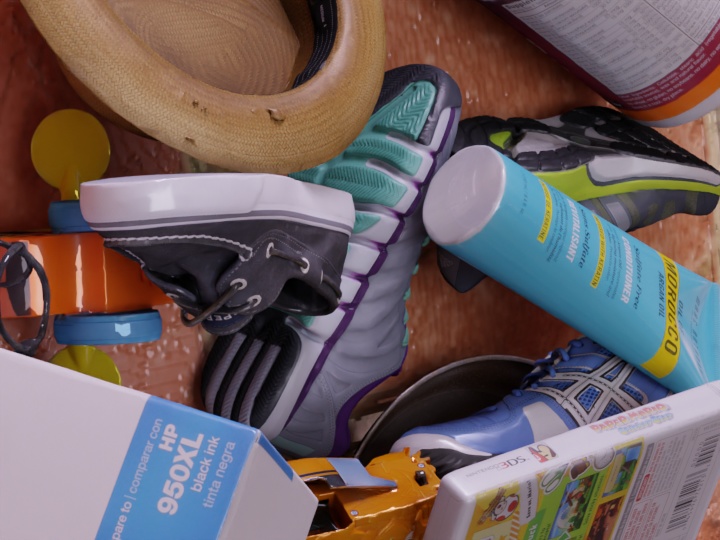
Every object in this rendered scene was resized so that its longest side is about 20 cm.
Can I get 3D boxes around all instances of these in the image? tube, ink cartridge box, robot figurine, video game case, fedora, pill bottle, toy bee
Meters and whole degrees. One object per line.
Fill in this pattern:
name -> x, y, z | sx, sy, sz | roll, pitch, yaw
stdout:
tube -> 0.113, 0.004, 1.291 | 0.200, 0.050, 0.078 | 30, 57, -39
ink cartridge box -> -0.132, 0.087, 1.080 | 0.145, 0.200, 0.084 | 62, 46, -73
robot figurine -> -0.059, 0.148, 1.217 | 0.200, 0.058, 0.145 | -11, 127, -21
video game case -> 0.088, 0.154, 1.279 | 0.182, 0.023, 0.200 | -15, 135, -37
fedora -> -0.085, -0.119, 1.183 | 0.200, 0.082, 0.201 | 17, 57, -29
pill bottle -> 0.108, -0.163, 1.323 | 0.200, 0.109, 0.110 | 34, 73, -32
toy bee -> -0.138, -0.008, 1.169 | 0.200, 0.108, 0.131 | 33, 62, -58

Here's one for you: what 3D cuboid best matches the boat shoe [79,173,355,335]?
boat shoe -> -0.057, -0.005, 1.147 | 0.200, 0.070, 0.066 | 6, 82, -70

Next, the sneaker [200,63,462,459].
sneaker -> 0.000, 0.000, 1.287 | 0.088, 0.074, 0.200 | 36, 81, -45

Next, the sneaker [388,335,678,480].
sneaker -> 0.093, 0.077, 1.324 | 0.200, 0.076, 0.077 | -4, 73, -37

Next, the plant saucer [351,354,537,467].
plant saucer -> 0.056, 0.142, 1.351 | 0.200, 0.032, 0.201 | -2, 94, -36

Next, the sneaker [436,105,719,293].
sneaker -> 0.107, -0.034, 1.364 | 0.200, 0.074, 0.081 | -3, 121, -42
